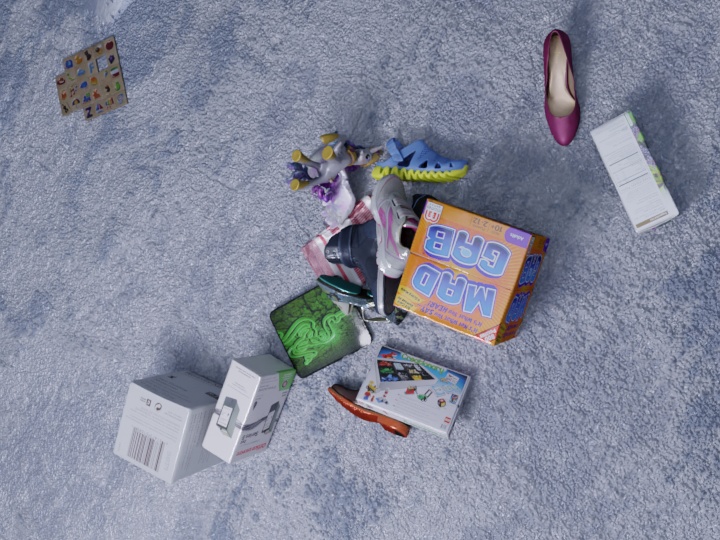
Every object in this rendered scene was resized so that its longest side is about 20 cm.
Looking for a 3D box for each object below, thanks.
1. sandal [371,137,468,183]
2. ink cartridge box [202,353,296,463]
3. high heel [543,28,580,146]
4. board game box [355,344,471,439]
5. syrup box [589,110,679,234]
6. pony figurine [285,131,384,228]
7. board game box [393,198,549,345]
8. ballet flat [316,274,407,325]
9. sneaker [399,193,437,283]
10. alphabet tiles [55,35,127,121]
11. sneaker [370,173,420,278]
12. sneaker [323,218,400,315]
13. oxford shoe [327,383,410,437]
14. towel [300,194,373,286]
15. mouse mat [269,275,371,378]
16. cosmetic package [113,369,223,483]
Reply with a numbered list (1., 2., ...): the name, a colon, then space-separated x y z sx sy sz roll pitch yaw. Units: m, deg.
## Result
1. sandal: 0.116 -0.218 1.528 0.197 0.079 0.089 6 89 21
2. ink cartridge box: -0.234 0.289 1.636 0.083 0.145 0.203 25 100 24
3. high heel: 0.360 -0.332 1.412 0.066 0.096 0.204 -8 87 22
4. board game box: 0.105 0.236 1.526 0.197 0.035 0.127 18 66 22
5. syrup box: 0.485 -0.170 1.371 0.081 0.079 0.203 -26 81 20
6. pony figurine: -0.060 -0.198 1.551 0.193 0.199 0.168 -39 71 30
7. board game box: 0.208 0.001 1.421 0.198 0.199 0.203 21 98 21
8. ballet flat: -0.001 0.066 1.567 0.197 0.074 0.075 16 96 9
9. sneaker: 0.110 -0.053 1.541 0.078 0.069 0.203 33 110 43
10. alphabet tiles: -0.659 -0.455 1.884 0.197 0.008 0.170 -15 85 22
11. sneaker: 0.078 -0.092 1.469 0.088 0.080 0.203 -23 67 47
12. sneaker: 0.001 0.000 1.533 0.144 0.077 0.206 -11 66 24
13. oxford shoe: 0.024 0.270 1.584 0.198 0.071 0.073 22 71 23
14. towel: -0.017 -0.044 1.612 0.199 0.023 0.145 -37 78 18
15. mouse mat: -0.087 0.121 1.637 0.198 0.008 0.163 -29 87 23
16. cosmetic package: -0.392 0.330 1.675 0.163 0.199 0.168 19 98 21
